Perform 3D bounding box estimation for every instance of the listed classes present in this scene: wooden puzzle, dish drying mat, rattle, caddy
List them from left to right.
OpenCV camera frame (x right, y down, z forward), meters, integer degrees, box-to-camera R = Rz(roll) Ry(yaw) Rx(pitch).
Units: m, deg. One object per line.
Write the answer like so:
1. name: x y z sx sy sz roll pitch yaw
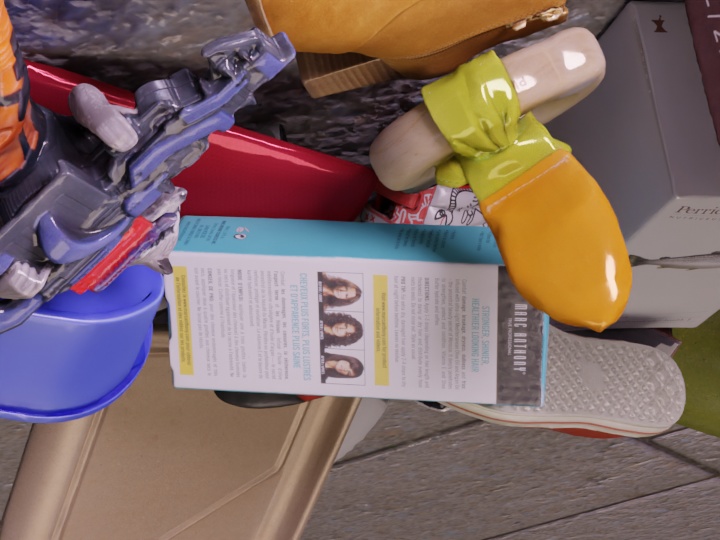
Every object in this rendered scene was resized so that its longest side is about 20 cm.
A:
1. caddy: -0.189 -0.001 0.878 0.198 0.142 0.105 11 139 -24
2. dish drying mat: -0.094 -0.057 0.937 0.198 0.018 0.077 17 142 -18
3. wooden puzzle: -0.108 0.104 1.106 0.198 0.037 0.186 5 124 -29
4. rattle: 0.077 -0.036 0.920 0.130 0.143 0.200 -43 179 -21

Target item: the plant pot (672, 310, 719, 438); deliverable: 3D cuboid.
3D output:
1. plant pot: 0.245 0.034 1.244 0.198 0.189 0.187 5 161 5

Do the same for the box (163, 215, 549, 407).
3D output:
1. box: 0.000 0.020 0.942 0.198 0.049 0.083 3 116 7

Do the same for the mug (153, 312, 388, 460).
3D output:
1. mug: -0.086 0.067 1.208 0.174 0.148 0.201 -23 133 8

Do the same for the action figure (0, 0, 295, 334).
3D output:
1. action figure: -0.130 -0.072 0.763 0.199 0.105 0.194 -35 129 9

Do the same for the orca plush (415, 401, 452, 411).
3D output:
1. orca plush: 0.065 0.025 1.203 0.104 0.072 0.200 -4 -163 26

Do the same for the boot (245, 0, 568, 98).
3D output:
1. boot: 0.023 -0.140 0.798 0.143 0.071 0.201 -19 164 8

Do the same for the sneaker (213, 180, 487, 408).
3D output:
1. sneaker: 0.000 0.000 1.028 0.200 0.109 0.067 -18 -152 -22

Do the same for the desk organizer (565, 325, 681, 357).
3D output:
1. desk organizer: 0.097 0.011 1.139 0.199 0.077 0.072 27 116 -6

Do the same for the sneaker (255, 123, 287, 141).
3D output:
1. sneaker: -0.074 -0.018 1.066 0.088 0.075 0.201 -9 149 2

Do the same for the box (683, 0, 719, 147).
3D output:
1. box: 0.271 -0.127 0.790 0.163 0.167 0.200 5 155 -34

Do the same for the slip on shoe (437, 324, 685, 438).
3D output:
1. slip on shoe: 0.093 0.060 1.035 0.198 0.075 0.061 14 158 -27

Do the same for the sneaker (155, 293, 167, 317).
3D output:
1. sneaker: -0.185 0.030 0.979 0.199 0.072 0.083 -18 147 -25

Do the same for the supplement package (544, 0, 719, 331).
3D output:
1. supplement package: 0.173 -0.053 1.017 0.116 0.118 0.200 -1 158 -18
